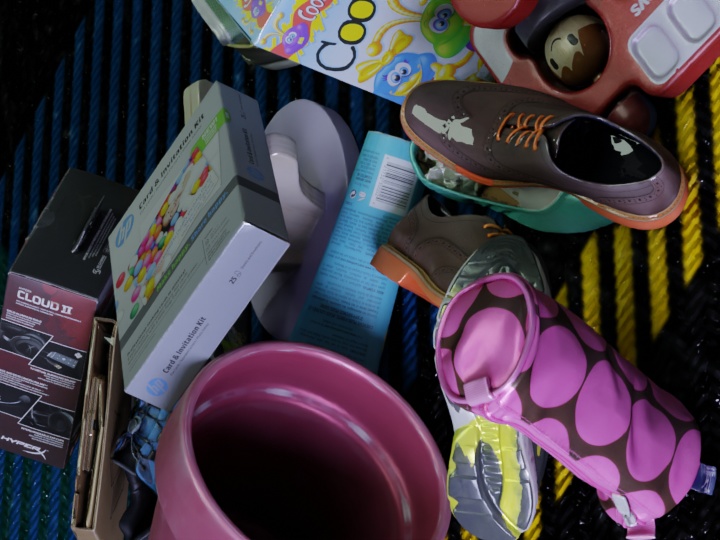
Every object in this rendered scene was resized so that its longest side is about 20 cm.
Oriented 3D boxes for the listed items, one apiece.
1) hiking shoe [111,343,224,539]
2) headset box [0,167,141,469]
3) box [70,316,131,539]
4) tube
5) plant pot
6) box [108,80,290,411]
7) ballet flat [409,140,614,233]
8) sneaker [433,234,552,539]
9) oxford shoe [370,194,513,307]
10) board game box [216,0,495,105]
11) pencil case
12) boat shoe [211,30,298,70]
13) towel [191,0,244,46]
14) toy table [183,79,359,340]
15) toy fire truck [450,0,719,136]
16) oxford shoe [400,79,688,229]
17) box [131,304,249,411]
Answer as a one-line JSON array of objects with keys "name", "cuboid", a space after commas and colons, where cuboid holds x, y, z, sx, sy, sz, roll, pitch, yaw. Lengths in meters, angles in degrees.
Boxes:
[{"name": "hiking shoe", "cuboid": [-0.142, 0.120, 1.730, 0.074, 0.087, 0.201, 22, 122, 49]}, {"name": "headset box", "cuboid": [-0.231, 0.030, 1.834, 0.149, 0.077, 0.200, -70, -2, -53]}, {"name": "box", "cuboid": [-0.197, 0.140, 1.796, 0.200, 0.021, 0.164, 92, -178, -72]}, {"name": "tube", "cuboid": [0.000, 0.000, 1.691, 0.077, 0.050, 0.200, 18, 89, 17]}, {"name": "plant pot", "cuboid": [-0.062, 0.178, 1.602, 0.179, 0.200, 0.200, -56, 38, 44]}, {"name": "box", "cuboid": [-0.116, -0.021, 1.623, 0.156, 0.041, 0.200, -53, 25, 23]}, {"name": "ballet flat", "cuboid": [0.102, -0.067, 1.582, 0.200, 0.070, 0.068, 13, 85, 51]}, {"name": "sneaker", "cuboid": [0.089, 0.069, 1.489, 0.074, 0.085, 0.201, 8, 108, 13]}, {"name": "oxford shoe", "cuboid": [0.082, 0.000, 1.583, 0.200, 0.071, 0.073, 30, 91, 49]}, {"name": "board game box", "cuboid": [0.006, -0.194, 1.643, 0.103, 0.200, 0.105, -57, 41, 17]}, {"name": "pencil case", "cuboid": [0.126, 0.083, 1.390, 0.091, 0.200, 0.094, -4, 60, 44]}, {"name": "boat shoe", "cuboid": [-0.036, -0.205, 1.811, 0.201, 0.060, 0.072, -15, 64, 47]}, {"name": "towel", "cuboid": [-0.046, -0.257, 1.795, 0.200, 0.031, 0.149, -31, 42, -4]}, {"name": "toy table", "cuboid": [-0.081, -0.048, 1.758, 0.184, 0.117, 0.200, -40, 49, 34]}, {"name": "toy fire truck", "cuboid": [0.165, -0.179, 1.535, 0.200, 0.112, 0.168, -47, 63, 29]}, {"name": "oxford shoe", "cuboid": [0.115, -0.089, 1.500, 0.200, 0.073, 0.071, 17, 78, 18]}, {"name": "box", "cuboid": [-0.135, 0.024, 1.859, 0.110, 0.035, 0.201, -23, 59, 43]}]
